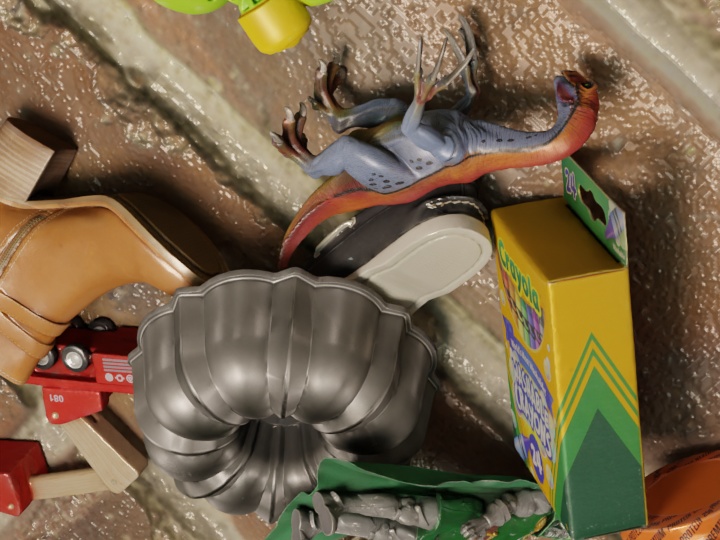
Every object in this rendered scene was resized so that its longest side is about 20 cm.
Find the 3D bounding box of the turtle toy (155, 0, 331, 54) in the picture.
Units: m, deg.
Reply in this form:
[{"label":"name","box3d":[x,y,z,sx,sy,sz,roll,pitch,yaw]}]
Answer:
[{"label":"turtle toy","box3d":[-0.057,-0.208,1.216,0.200,0.101,0.146,-26,105,31]}]

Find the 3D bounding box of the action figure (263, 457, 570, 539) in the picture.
[{"label":"action figure","box3d":[0.054,0.155,1.312,0.118,0.200,0.055,-43,51,52]}]

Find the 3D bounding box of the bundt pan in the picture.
[{"label":"bundt pan","box3d":[-0.049,0.091,1.318,0.202,0.076,0.202,1,139,1]}]

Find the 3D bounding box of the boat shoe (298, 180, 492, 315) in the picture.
[{"label":"boat shoe","box3d":[0.000,0.000,1.316,0.074,0.060,0.200,26,135,-33]}]

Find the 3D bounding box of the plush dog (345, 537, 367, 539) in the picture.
[{"label":"plush dog","box3d":[-0.003,0.245,1.365,0.200,0.172,0.161,6,115,21]}]

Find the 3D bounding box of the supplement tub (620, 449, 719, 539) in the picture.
[{"label":"supplement tub","box3d":[0.235,0.219,1.283,0.122,0.123,0.200,-16,106,28]}]

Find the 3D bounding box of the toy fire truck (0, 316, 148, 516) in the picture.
[{"label":"toy fire truck","box3d":[-0.186,0.105,1.449,0.200,0.049,0.141,4,116,20]}]

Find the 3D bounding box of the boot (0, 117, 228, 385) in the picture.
[{"label":"boot","box3d":[-0.190,0.011,1.372,0.200,0.074,0.155,33,103,22]}]

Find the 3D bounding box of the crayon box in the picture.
[{"label":"crayon box","box3d":[0.122,0.042,1.242,0.052,0.126,0.200,-10,112,-8]}]

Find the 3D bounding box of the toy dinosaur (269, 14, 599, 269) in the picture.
[{"label":"toy dinosaur","box3d":[0.050,-0.077,1.240,0.181,0.105,0.200,19,131,20]}]
